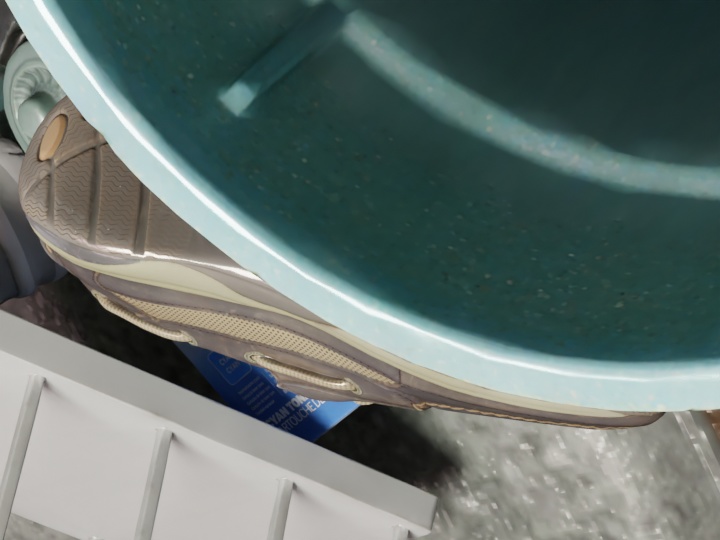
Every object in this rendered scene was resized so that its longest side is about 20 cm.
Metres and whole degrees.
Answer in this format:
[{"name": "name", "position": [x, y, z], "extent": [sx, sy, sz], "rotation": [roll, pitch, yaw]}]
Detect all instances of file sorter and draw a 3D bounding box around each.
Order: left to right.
[{"name": "file sorter", "position": [-0.104, 0.105, 0.864], "extent": [0.199, 0.125, 0.139], "rotation": [26, 153, -28]}]

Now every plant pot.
[{"name": "plant pot", "position": [0.064, -0.112, 0.439], "extent": [0.199, 0.196, 0.201], "rotation": [16, 126, 24]}]

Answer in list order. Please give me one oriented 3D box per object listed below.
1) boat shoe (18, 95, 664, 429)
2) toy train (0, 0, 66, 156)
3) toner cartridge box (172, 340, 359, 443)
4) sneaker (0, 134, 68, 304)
[{"name": "boat shoe", "position": [0.000, 0.000, 0.789], "extent": [0.199, 0.075, 0.073], "rotation": [20, 157, 12]}, {"name": "toy train", "position": [-0.074, -0.116, 0.818], "extent": [0.114, 0.085, 0.200], "rotation": [48, 136, 17]}, {"name": "toner cartridge box", "position": [0.010, -0.027, 0.834], "extent": [0.095, 0.043, 0.200], "rotation": [49, 133, 0]}, {"name": "sneaker", "position": [-0.182, -0.014, 0.933], "extent": [0.200, 0.082, 0.075], "rotation": [2, 120, 56]}]
